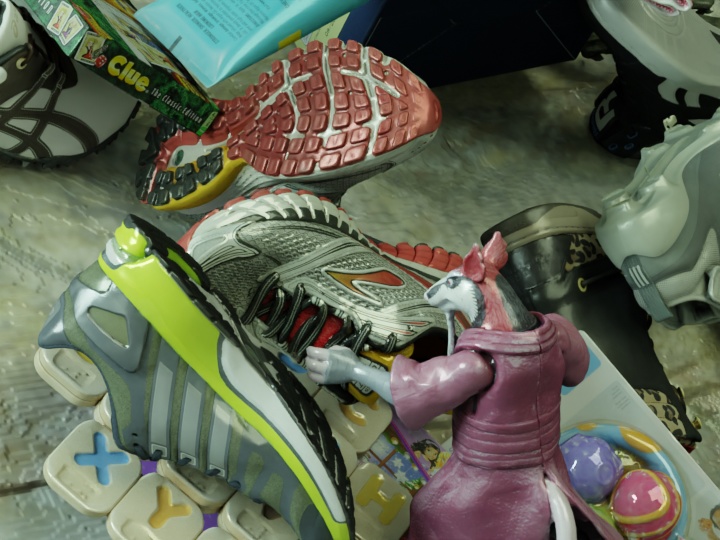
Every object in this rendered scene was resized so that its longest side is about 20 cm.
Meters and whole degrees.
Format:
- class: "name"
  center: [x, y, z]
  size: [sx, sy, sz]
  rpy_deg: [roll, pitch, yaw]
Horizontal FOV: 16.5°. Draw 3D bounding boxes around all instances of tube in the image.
- class: "tube"
  center: [-0.022, -0.165, 1.374]
  size: [0.199, 0.051, 0.077]
  rpy_deg: [-29, 45, -22]

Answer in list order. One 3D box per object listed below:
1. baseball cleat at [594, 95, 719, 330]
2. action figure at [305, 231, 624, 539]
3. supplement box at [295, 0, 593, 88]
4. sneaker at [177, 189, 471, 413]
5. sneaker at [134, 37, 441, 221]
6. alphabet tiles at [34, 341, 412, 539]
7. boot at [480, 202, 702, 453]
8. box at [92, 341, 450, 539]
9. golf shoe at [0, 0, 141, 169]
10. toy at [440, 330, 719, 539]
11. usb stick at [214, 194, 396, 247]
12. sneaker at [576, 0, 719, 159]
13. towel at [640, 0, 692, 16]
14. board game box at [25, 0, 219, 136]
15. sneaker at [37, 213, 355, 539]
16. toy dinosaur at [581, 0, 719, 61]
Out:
- class: "baseball cleat"
  center: [0.197, -0.028, 1.463]
  size: [0.200, 0.070, 0.107]
  rpy_deg: [-38, 107, -51]
- class: "action figure"
  center: [0.067, 0.081, 1.192]
  size: [0.134, 0.201, 0.149]
  rpy_deg: [-20, 29, -28]
- class: "supplement box"
  center: [0.040, -0.235, 1.554]
  size: [0.199, 0.134, 0.200]
  rpy_deg: [-13, 62, -32]
- class: "sneaker"
  center: [-0.010, 0.019, 1.263]
  size: [0.199, 0.078, 0.082]
  rpy_deg: [15, 43, -31]
- class: "sneaker"
  center: [-0.030, -0.068, 1.335]
  size: [0.082, 0.199, 0.078]
  rpy_deg: [25, 66, -39]
- class: "alphabet tiles"
  center: [-0.065, 0.083, 1.243]
  size: [0.200, 0.015, 0.196]
  rpy_deg: [41, 40, 2]
- class: "boot"
  center: [0.159, 0.042, 1.464]
  size: [0.200, 0.073, 0.151]
  rpy_deg: [11, 56, -54]
- class: "box"
  center: [-0.026, 0.106, 1.293]
  size: [0.200, 0.039, 0.137]
  rpy_deg: [44, 40, 5]
- class: "golf shoe"
  center: [-0.185, -0.106, 1.326]
  size: [0.199, 0.095, 0.078]
  rpy_deg: [-13, 61, -44]
- class: "toy"
  center: [0.143, 0.140, 1.337]
  size: [0.115, 0.047, 0.200]
  rpy_deg: [-39, 84, -9]
- class: "usb stick"
  center: [0.000, 0.000, 1.362]
  size: [0.200, 0.055, 0.033]
  rpy_deg: [22, 57, -43]
- class: "sneaker"
  center: [0.176, -0.120, 1.583]
  size: [0.200, 0.112, 0.073]
  rpy_deg: [23, 48, -44]
- class: "towel"
  center: [0.127, -0.246, 1.466]
  size: [0.146, 0.030, 0.201]
  rpy_deg: [26, 38, -28]
- class: "board game box"
  center: [-0.157, -0.152, 1.363]
  size: [0.105, 0.023, 0.200]
  rpy_deg: [27, 17, -44]
- class: "sneaker"
  center: [-0.074, 0.070, 1.191]
  size: [0.200, 0.081, 0.074]
  rpy_deg: [52, 10, -10]
- class: "toy dinosaur"
  center: [0.196, -0.166, 1.651]
  size: [0.088, 0.199, 0.048]
  rpy_deg: [-31, 113, -71]
